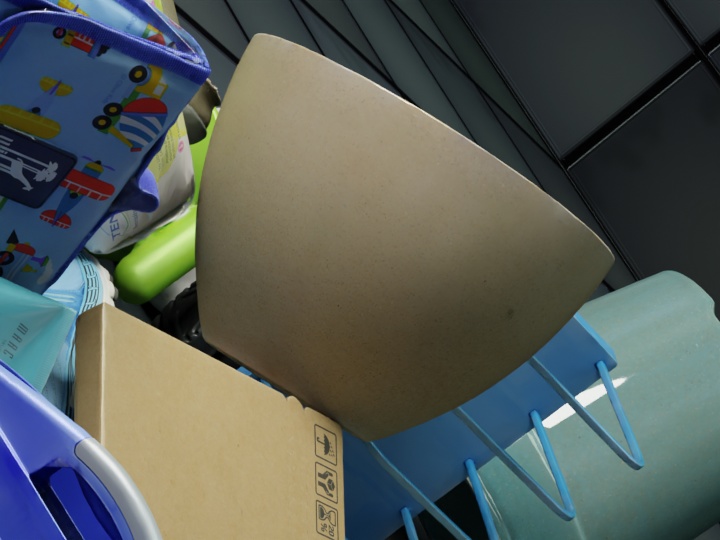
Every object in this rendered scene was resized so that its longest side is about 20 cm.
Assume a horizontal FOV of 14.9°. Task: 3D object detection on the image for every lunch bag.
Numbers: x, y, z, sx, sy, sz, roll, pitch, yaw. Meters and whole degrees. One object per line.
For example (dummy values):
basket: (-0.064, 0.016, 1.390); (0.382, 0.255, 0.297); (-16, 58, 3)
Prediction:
lunch bag: (-0.170, -0.071, 1.115); (0.199, 0.151, 0.094); (26, 28, -23)

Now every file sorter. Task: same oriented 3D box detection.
file sorter: (0.030, 0.092, 1.443); (0.139, 0.200, 0.123); (45, 15, -30)

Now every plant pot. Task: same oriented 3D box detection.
plant pot: (0.000, 0.000, 1.289); (0.200, 0.135, 0.200); (32, -3, 2)
plant pot: (0.139, 0.108, 1.678); (0.201, 0.196, 0.200); (59, -13, 22)

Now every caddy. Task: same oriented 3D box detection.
caddy: (-0.120, 0.111, 0.994); (0.200, 0.105, 0.141); (55, 10, 20)

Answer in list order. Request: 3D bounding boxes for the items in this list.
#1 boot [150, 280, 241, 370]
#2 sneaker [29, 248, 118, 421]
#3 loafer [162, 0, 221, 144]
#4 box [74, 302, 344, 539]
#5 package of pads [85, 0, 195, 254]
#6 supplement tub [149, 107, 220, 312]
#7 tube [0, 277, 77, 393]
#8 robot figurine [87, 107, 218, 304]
boot: (0.003, 0.038, 1.523); (0.168, 0.200, 0.077); (42, 20, -27)
sneaker: (-0.160, 0.025, 1.206); (0.090, 0.078, 0.200); (42, 14, -28)
loafer: (-0.126, -0.143, 1.366); (0.200, 0.070, 0.075); (49, -6, 28)
box: (-0.061, 0.131, 1.149); (0.163, 0.021, 0.201); (31, 48, -45)
package of pads: (-0.151, -0.120, 1.256); (0.154, 0.068, 0.201); (32, -38, 42)
supplement tub: (-0.048, -0.014, 1.657); (0.132, 0.132, 0.200); (55, 11, 21)
tube: (-0.203, 0.004, 1.081); (0.200, 0.078, 0.050); (34, -16, -32)
robot figurine: (-0.142, -0.069, 1.480); (0.175, 0.116, 0.200); (42, 7, 21)
